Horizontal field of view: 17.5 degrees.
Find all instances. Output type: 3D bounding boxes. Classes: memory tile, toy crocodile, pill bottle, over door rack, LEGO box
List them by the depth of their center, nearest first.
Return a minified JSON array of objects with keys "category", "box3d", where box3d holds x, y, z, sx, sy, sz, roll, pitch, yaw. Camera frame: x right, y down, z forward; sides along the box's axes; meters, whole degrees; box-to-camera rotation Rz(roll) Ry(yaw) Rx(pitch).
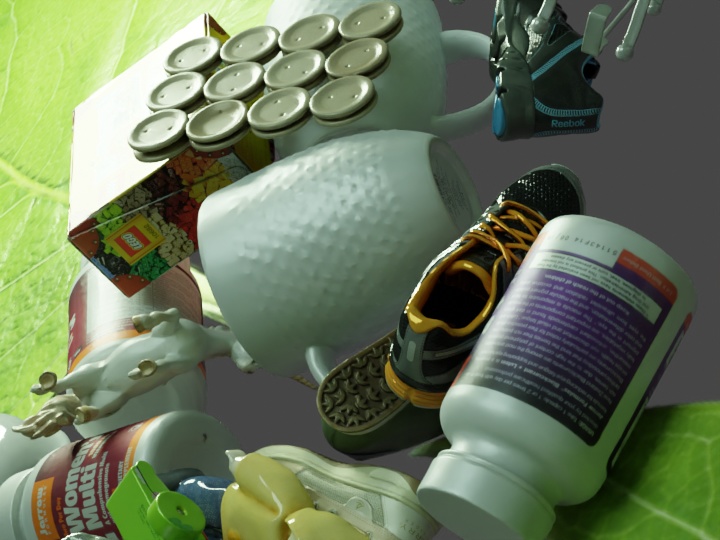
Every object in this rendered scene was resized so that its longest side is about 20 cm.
[{"category":"pill bottle","box3d":[0.118,0.075,1.447,0.111,0.111,0.200,0,53,55]},{"category":"toy crocodile","box3d":[-0.106,0.201,1.499,0.068,0.062,0.200,-58,47,21]},{"category":"over door rack","box3d":[0.129,-0.197,1.693,0.200,0.148,0.067,-38,-35,-63]},{"category":"pill bottle","box3d":[-0.183,0.175,1.747,0.200,0.110,0.110,-19,39,42]},{"category":"memory tile","box3d":[-0.070,-0.141,1.757,0.200,0.017,0.153,-8,36,20]},{"category":"LEGO box","box3d":[-0.153,-0.095,1.862,0.149,0.077,0.200,-34,30,17]},{"category":"pill bottle","box3d":[-0.181,0.050,1.889,0.110,0.110,0.200,-38,29,18]}]

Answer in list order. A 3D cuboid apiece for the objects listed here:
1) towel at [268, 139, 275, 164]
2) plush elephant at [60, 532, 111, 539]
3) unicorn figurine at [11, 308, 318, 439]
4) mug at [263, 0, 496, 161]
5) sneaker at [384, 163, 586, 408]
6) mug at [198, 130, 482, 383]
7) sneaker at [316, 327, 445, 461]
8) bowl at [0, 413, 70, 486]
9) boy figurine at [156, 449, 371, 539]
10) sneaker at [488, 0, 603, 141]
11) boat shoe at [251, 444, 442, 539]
[{"category":"towel","box3d":[-0.089,-0.062,1.923,0.200,0.022,0.145,-95,13,-55]},{"category":"plush elephant","box3d":[-0.189,0.266,1.587,0.200,0.155,0.165,-2,52,55]},{"category":"unicorn figurine","box3d":[-0.152,0.071,1.726,0.200,0.074,0.137,-12,-5,16]},{"category":"mug","box3d":[0.022,-0.140,1.850,0.200,0.148,0.175,-9,41,6]},{"category":"sneaker","box3d":[0.088,0.000,1.526,0.078,0.077,0.200,26,61,19]},{"category":"mug","box3d":[0.000,0.000,1.683,0.175,0.148,0.200,-24,61,20]},{"category":"sneaker","box3d":[0.059,0.066,1.587,0.200,0.090,0.067,-28,66,-13]},{"category":"bowl","box3d":[-0.344,0.192,1.975,0.201,0.090,0.201,-34,31,24]},{"category":"boy figurine","box3d":[-0.067,0.183,1.541,0.200,0.064,0.124,9,101,52]},{"category":"sneaker","box3d":[0.140,-0.162,1.773,0.082,0.073,0.200,2,42,-1]},{"category":"boat shoe","box3d":[-0.026,0.167,1.581,0.200,0.072,0.065,4,56,50]}]
